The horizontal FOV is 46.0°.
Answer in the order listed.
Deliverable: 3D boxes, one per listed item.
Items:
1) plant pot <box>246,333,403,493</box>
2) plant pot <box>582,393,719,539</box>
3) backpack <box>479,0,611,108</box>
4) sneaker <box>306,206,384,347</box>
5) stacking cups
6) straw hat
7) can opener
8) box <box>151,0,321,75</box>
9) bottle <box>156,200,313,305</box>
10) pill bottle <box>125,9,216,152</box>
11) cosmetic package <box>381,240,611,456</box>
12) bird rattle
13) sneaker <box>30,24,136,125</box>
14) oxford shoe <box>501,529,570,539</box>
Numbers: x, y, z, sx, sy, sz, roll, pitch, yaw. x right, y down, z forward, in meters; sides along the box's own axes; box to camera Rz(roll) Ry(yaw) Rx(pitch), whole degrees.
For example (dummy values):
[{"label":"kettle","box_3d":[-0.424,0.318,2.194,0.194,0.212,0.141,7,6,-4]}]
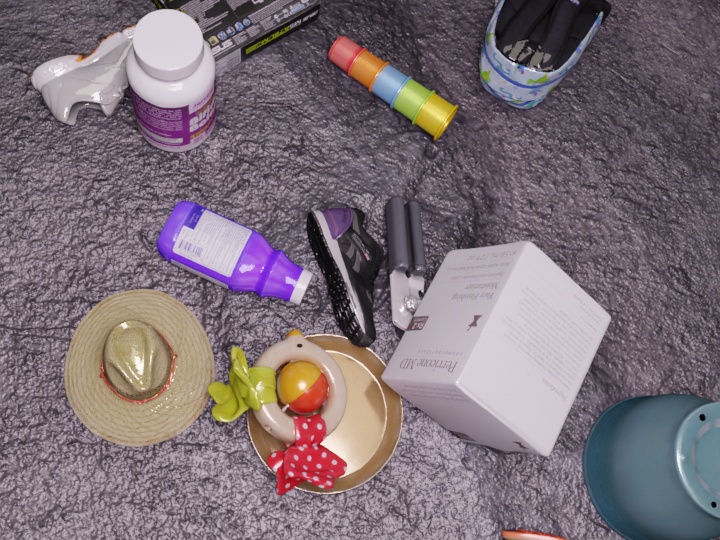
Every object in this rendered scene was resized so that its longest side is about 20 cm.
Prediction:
[{"label":"plant pot","box_3d":[-0.045,0.182,1.082,0.199,0.028,0.201,2,73,-8]},{"label":"plant pot","box_3d":[0.406,0.242,1.052,0.199,0.188,0.201,2,73,-8]},{"label":"backpack","box_3d":[0.254,-0.337,1.240,0.163,0.154,0.200,29,49,-2]},{"label":"sneaker","box_3d":[0.000,0.000,1.113,0.087,0.076,0.201,-12,67,-19]},{"label":"stacking cups","box_3d":[0.045,-0.269,1.216,0.200,0.061,0.061,37,71,3]},{"label":"straw hat","box_3d":[-0.274,0.109,1.035,0.200,0.085,0.202,3,72,-9]},{"label":"can opener","box_3d":[0.055,-0.004,1.139,0.052,0.066,0.201,13,62,-27]},{"label":"box","box_3d":[-0.191,-0.405,1.229,0.200,0.048,0.193,-35,79,-16]},{"label":"bottle","box_3d":[-0.160,-0.017,1.103,0.199,0.065,0.084,24,71,-2]},{"label":"pill bottle","box_3d":[-0.241,-0.242,1.087,0.111,0.200,0.113,3,73,-8]},{"label":"cosmetic package","box_3d":[0.166,0.096,1.046,0.165,0.165,0.201,39,68,-22]},{"label":"bird rattle","box_3d":[-0.078,0.160,1.021,0.200,0.113,0.163,41,55,2]},{"label":"sneaker","box_3d":[-0.336,-0.260,1.153,0.199,0.076,0.092,-26,86,-8]},{"label":"oxford shoe","box_3d":[0.264,0.376,1.051,0.199,0.071,0.073,21,76,-3]}]
